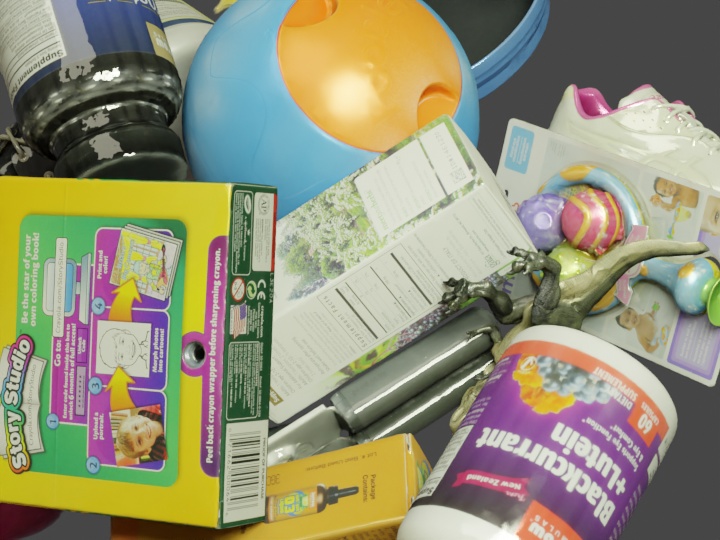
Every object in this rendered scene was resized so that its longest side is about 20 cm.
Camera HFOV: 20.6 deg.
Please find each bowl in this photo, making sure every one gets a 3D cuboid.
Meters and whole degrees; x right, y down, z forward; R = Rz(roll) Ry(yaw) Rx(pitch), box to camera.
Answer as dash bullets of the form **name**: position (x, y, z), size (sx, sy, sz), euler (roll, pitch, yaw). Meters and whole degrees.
- **bowl**: position (0.048, -0.189, 1.495), size (0.200, 0.039, 0.201), euler (-14, 45, 15)

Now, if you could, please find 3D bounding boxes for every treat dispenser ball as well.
- **treat dispenser ball**: position (-0.020, -0.102, 1.333), size (0.200, 0.201, 0.201), euler (-14, 45, 15)

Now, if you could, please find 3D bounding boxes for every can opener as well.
- **can opener**: position (-0.002, 0.084, 1.258), size (0.200, 0.053, 0.067), euler (-32, 37, -7)

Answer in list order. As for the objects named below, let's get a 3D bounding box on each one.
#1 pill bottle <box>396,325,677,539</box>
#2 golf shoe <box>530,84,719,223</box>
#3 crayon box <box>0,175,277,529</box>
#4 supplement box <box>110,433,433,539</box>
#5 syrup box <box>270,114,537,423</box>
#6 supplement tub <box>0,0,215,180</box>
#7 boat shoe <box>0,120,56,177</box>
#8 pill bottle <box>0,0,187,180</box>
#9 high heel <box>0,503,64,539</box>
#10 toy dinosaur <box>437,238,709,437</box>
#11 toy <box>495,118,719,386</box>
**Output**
- **pill bottle**: position (0.089, 0.139, 1.118), size (0.111, 0.112, 0.200), euler (13, 58, 35)
- **golf shoe**: position (0.200, -0.071, 1.263), size (0.200, 0.075, 0.092), euler (11, 94, 33)
- **crayon box**: position (-0.139, 0.046, 1.190), size (0.172, 0.058, 0.201), euler (3, 91, 30)
- **supplement box**: position (-0.051, 0.162, 1.205), size (0.200, 0.069, 0.067), euler (-16, 46, 16)
- **syrup box**: position (0.000, 0.000, 1.234), size (0.200, 0.081, 0.079), euler (-33, 41, 8)
- **supplement tub**: position (-0.178, -0.146, 1.495), size (0.145, 0.145, 0.200), euler (-41, 45, -12)
- **boat shoe**: position (-0.233, -0.068, 1.402), size (0.060, 0.200, 0.074), euler (2, 25, -35)
- **pill bottle**: position (-0.182, -0.142, 1.306), size (0.112, 0.112, 0.200), euler (-22, 70, 7)
- **high heel**: position (-0.254, 0.100, 1.360), size (0.096, 0.068, 0.200), euler (-30, 45, -14)
- **toy dinosaur**: position (0.106, 0.022, 1.192), size (0.200, 0.088, 0.048), euler (-42, 33, 27)
- **toy**: position (0.146, -0.014, 1.233), size (0.200, 0.047, 0.115), euler (23, 106, 37)
